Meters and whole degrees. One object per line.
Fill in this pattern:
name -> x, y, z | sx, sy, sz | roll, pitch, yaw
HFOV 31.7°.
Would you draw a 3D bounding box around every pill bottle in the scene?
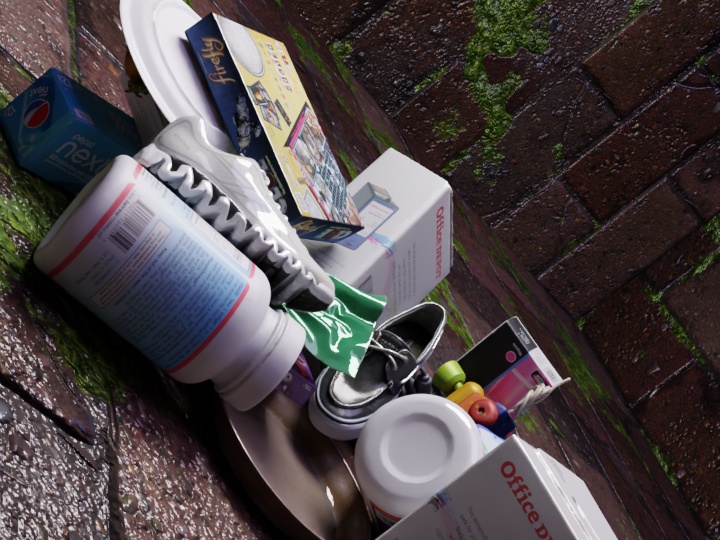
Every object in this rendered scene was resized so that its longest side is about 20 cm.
pill bottle -> 0.061, 0.201, 1.144 | 0.113, 0.112, 0.200 | 59, -9, 32
pill bottle -> -0.141, 0.015, 0.972 | 0.200, 0.109, 0.109 | 42, 14, -16

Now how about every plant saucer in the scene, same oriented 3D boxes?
plant saucer -> -0.064, 0.161, 1.072 | 0.200, 0.032, 0.200 | 49, 12, -14

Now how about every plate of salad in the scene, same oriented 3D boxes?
plate of salad -> -0.153, -0.165, 1.122 | 0.200, 0.048, 0.201 | 50, 23, -29

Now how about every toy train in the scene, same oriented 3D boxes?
toy train -> 0.128, 0.147, 1.446 | 0.116, 0.199, 0.085 | 52, -3, 36

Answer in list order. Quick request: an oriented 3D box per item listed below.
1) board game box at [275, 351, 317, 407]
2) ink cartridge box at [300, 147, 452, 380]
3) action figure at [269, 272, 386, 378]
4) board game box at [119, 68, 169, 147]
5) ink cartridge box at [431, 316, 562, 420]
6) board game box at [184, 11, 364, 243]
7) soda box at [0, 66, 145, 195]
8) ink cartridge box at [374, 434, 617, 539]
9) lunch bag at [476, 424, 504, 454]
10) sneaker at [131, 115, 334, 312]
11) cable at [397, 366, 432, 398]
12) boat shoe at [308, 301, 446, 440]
board game box -> -0.128, 0.034, 1.116 | 0.200, 0.032, 0.120 | 39, 12, -23
ink cartridge box -> 0.000, 0.000, 1.254 | 0.087, 0.200, 0.146 | 35, -28, 26
action figure -> -0.081, 0.015, 1.097 | 0.199, 0.055, 0.118 | 30, 33, -4
board game box -> -0.130, -0.119, 1.209 | 0.199, 0.035, 0.127 | 25, 29, -42
ink cartridge box -> 0.137, 0.150, 1.497 | 0.095, 0.200, 0.037 | 54, 32, 12
board game box -> -0.074, -0.124, 1.138 | 0.135, 0.034, 0.201 | 7, 57, -66
soda box -> -0.226, -0.101, 1.135 | 0.200, 0.068, 0.064 | 33, 24, -58
ink cartridge box -> 0.110, 0.263, 1.021 | 0.144, 0.200, 0.148 | 36, 20, -52
lunch bag -> 0.156, 0.277, 1.328 | 0.170, 0.123, 0.201 | -104, 168, -66
sneaker -> -0.091, -0.045, 1.025 | 0.200, 0.075, 0.081 | 42, 57, -14
cable -> 0.032, 0.109, 1.383 | 0.200, 0.050, 0.164 | -128, -154, -55
boat shoe -> 0.017, 0.084, 1.200 | 0.072, 0.071, 0.200 | 34, 38, 10
